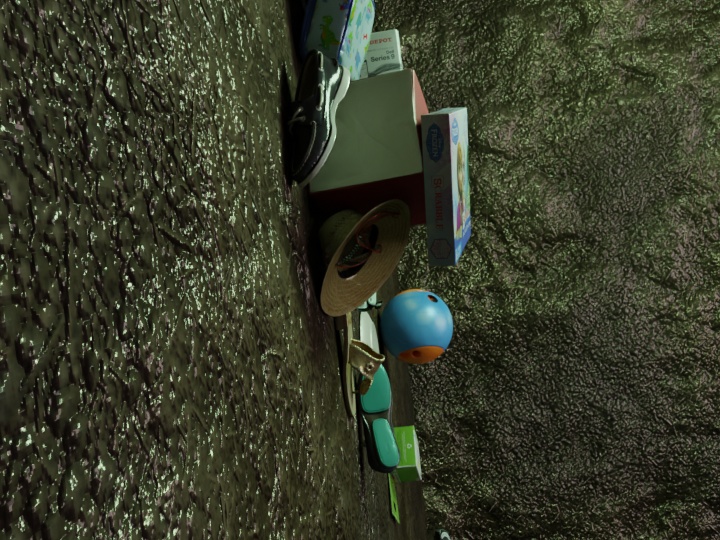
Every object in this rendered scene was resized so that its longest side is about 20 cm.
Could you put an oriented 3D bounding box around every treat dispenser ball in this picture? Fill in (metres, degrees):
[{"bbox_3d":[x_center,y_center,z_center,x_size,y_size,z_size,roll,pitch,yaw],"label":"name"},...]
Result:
[{"bbox_3d":[0.151,0.152,1.883,0.201,0.198,0.204,-7,90,-84],"label":"treat dispenser ball"}]

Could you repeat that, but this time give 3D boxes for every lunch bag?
[{"bbox_3d":[-0.033,-0.382,1.091,0.200,0.081,0.163,-14,119,-82],"label":"lunch bag"}]

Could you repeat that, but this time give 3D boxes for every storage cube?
[{"bbox_3d":[0.021,-0.171,1.060,0.180,0.197,0.173,49,35,-68],"label":"storage cube"}]

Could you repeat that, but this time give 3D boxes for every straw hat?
[{"bbox_3d":[-0.017,-0.039,1.015,0.085,0.201,0.202,38,-16,25],"label":"straw hat"}]

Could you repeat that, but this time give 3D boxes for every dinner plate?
[{"bbox_3d":[0.023,0.179,1.491,0.200,0.024,0.203,-7,90,-85],"label":"dinner plate"}]

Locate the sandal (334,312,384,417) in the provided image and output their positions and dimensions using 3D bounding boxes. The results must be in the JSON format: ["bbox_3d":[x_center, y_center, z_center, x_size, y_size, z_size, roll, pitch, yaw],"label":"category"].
[{"bbox_3d":[0.004,0.136,1.125,0.078,0.069,0.215,-66,149,-78],"label":"sandal"}]

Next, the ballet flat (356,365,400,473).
[{"bbox_3d":[0.025,0.268,1.260,0.073,0.072,0.202,70,9,-65],"label":"ballet flat"}]

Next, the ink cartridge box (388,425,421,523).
[{"bbox_3d":[0.111,0.507,1.719,0.148,0.075,0.202,73,11,-60],"label":"ink cartridge box"}]

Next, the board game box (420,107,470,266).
[{"bbox_3d":[0.127,-0.128,1.000,0.200,0.041,0.202,-47,134,-69],"label":"board game box"}]

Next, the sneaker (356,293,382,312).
[{"bbox_3d":[0.000,0.000,1.228,0.201,0.073,0.120,70,18,-61],"label":"sneaker"}]

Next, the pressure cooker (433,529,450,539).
[{"bbox_3d":[0.072,0.400,0.769,0.179,0.197,0.178,-55,129,-67],"label":"pressure cooker"}]

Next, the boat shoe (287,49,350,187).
[{"bbox_3d":[-0.064,-0.198,0.885,0.060,0.074,0.202,30,59,-29],"label":"boat shoe"}]

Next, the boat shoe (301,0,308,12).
[{"bbox_3d":[-0.075,-0.489,1.082,0.201,0.059,0.076,77,8,-48],"label":"boat shoe"}]

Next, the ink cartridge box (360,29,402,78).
[{"bbox_3d":[0.031,-0.468,1.675,0.084,0.144,0.203,-72,154,-73],"label":"ink cartridge box"}]
